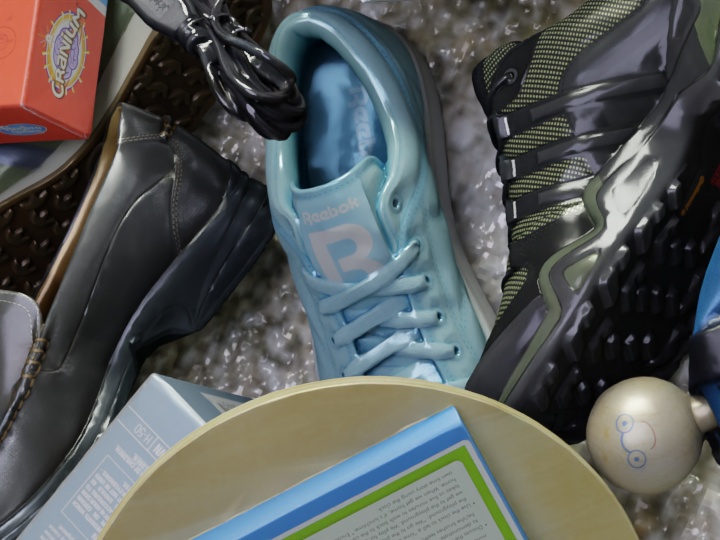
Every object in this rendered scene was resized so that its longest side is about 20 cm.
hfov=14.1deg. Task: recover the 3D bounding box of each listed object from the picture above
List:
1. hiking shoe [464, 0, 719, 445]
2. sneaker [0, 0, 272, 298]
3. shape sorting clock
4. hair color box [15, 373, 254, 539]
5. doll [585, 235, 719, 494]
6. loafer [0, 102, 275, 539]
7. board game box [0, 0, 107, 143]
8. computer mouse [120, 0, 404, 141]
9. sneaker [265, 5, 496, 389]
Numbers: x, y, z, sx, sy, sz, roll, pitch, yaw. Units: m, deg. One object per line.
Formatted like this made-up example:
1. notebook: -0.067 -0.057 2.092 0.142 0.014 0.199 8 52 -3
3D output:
1. hiking shoe: 0.079 -0.032 1.015 0.101 0.076 0.200 24 84 37
2. sneaker: -0.121 -0.061 1.111 0.200 0.067 0.090 -49 53 13
3. shape sorting clock: 0.002 0.129 0.978 0.200 0.039 0.200 -1 105 -3
4. hair color box: -0.096 0.135 1.039 0.061 0.099 0.200 44 100 23
5. doll: 0.167 0.023 0.958 0.200 0.048 0.137 -23 94 16
6. loafer: -0.115 0.030 1.051 0.072 0.073 0.200 41 72 -14
7. board game box: -0.181 -0.122 1.101 0.200 0.040 0.153 -2 75 34
8. computer mouse: 0.012 -0.113 1.023 0.200 0.044 0.110 -27 45 -27
9. sneaker: 0.000 0.000 1.030 0.074 0.082 0.200 -22 72 20
